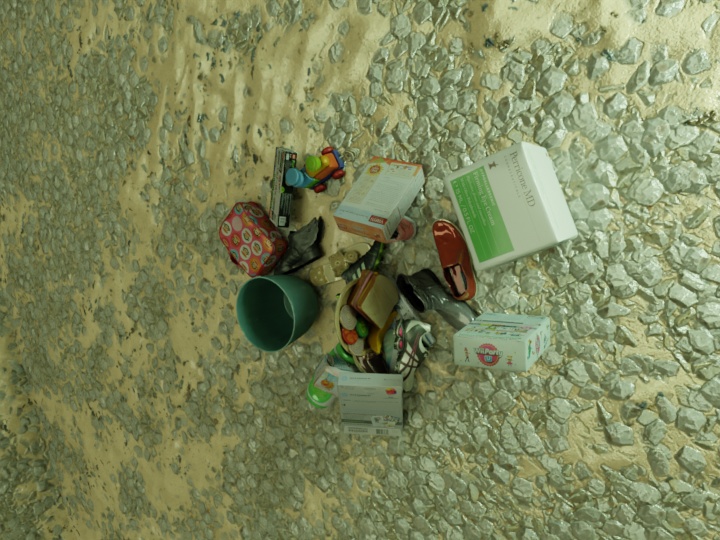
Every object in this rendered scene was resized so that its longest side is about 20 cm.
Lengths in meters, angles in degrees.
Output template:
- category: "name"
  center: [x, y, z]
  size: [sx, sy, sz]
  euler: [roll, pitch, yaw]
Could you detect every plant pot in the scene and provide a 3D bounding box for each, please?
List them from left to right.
- category: "plant pot"
  center: [-0.210, 0.101, 1.433]
  size: [0.199, 0.161, 0.202]
  euler: [7, 104, 30]

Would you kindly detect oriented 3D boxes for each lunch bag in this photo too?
- category: "lunch bag"
  center: [-0.319, -0.080, 1.522]
  size: [0.200, 0.082, 0.176]
  euler: [51, 121, 15]

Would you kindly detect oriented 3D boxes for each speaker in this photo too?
- category: "speaker"
  center: [-0.071, 0.280, 1.424]
  size: [0.088, 0.088, 0.201]
  euler: [43, 118, 19]

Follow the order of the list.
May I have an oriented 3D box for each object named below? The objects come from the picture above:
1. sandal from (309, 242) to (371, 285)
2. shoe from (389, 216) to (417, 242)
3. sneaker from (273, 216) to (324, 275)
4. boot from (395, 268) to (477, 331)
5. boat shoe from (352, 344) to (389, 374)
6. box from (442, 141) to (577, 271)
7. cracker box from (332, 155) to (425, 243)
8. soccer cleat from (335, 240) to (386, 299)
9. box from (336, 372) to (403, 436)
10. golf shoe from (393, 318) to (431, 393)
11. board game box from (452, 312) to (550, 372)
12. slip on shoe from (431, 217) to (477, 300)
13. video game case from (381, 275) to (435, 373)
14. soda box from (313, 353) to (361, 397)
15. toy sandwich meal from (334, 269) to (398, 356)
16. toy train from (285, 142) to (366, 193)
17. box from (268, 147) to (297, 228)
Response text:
- category: "sandal"
  center: [-0.065, -0.006, 1.378]
  size: [0.211, 0.069, 0.078]
  euler: [-26, 84, 33]
- category: "shoe"
  center: [0.036, -0.125, 1.279]
  size: [0.199, 0.091, 0.072]
  euler: [27, 112, 26]
- category: "sneaker"
  center: [-0.173, -0.062, 1.448]
  size: [0.199, 0.060, 0.105]
  euler: [-24, 84, 30]
- category: "boot"
  center: [0.169, 0.081, 1.205]
  size: [0.200, 0.131, 0.070]
  euler: [42, 117, 20]
- category: "boat shoe"
  center: [0.020, 0.198, 1.335]
  size: [0.072, 0.072, 0.201]
  euler: [-46, 67, 31]
- category: "box"
  center: [0.301, -0.124, 1.044]
  size: [0.171, 0.200, 0.200]
  euler: [-22, 85, 31]
- category: "cracker box"
  center: [0.045, -0.167, 1.215]
  size: [0.133, 0.201, 0.058]
  euler: [18, 152, 29]
- category: "soccer cleat"
  center: [0.000, 0.000, 1.323]
  size: [0.081, 0.068, 0.201]
  euler: [25, 103, 4]
- category: "box"
  center: [0.027, 0.331, 1.292]
  size: [0.155, 0.041, 0.201]
  euler: [1, 131, 6]
- category: "golf shoe"
  center: [0.125, 0.212, 1.268]
  size: [0.087, 0.077, 0.201]
  euler: [1, 116, 9]
- category: "board game box"
  center: [0.297, 0.143, 1.093]
  size: [0.147, 0.200, 0.065]
  euler: [1, 99, 33]
- category: "slip on shoe"
  center: [0.211, -0.026, 1.203]
  size: [0.074, 0.061, 0.201]
  euler: [-20, 86, 35]
- category: "video game case"
  center: [0.070, 0.144, 1.346]
  size: [0.182, 0.022, 0.201]
  euler: [-42, 76, 31]
- category: "soda box"
  center: [-0.018, 0.290, 1.340]
  size: [0.199, 0.069, 0.064]
  euler: [29, 119, -17]
- category: "toy sandwich meal"
  center: [0.020, 0.105, 1.252]
  size: [0.070, 0.204, 0.207]
  euler: [-1, 98, 41]
- category: "toy train"
  center: [-0.090, -0.271, 1.320]
  size: [0.199, 0.115, 0.085]
  euler: [-30, 82, 33]
- category: "box"
  center: [-0.211, -0.225, 1.421]
  size: [0.110, 0.034, 0.201]
  euler: [-139, 55, -62]
